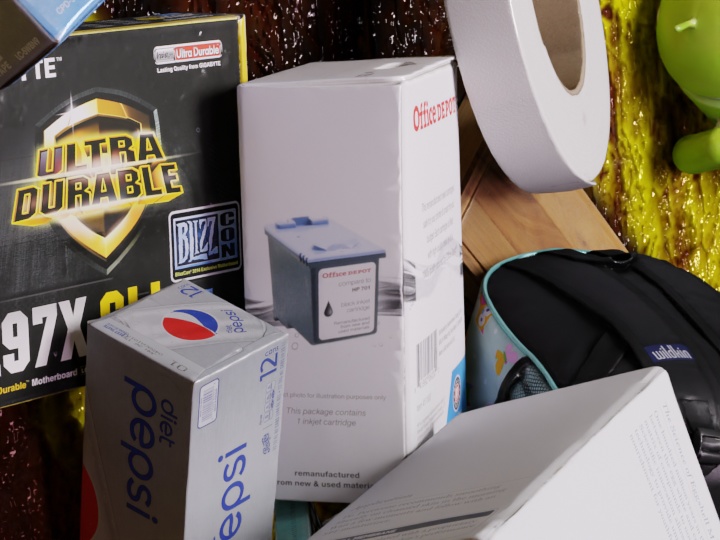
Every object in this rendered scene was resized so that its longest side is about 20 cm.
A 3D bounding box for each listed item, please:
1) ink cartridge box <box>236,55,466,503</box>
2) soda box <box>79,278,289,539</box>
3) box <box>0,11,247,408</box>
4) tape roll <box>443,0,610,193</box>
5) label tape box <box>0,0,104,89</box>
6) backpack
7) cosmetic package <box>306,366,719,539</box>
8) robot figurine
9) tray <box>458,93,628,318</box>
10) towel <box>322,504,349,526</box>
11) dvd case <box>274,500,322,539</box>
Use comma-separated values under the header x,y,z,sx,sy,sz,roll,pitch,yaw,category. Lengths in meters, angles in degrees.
x,y,z,sx,sy,sz,roll,pitch,yaw,category
0.000,0.000,1.082,0.146,0.086,0.200,-35,123,-74,ink cartridge box
-0.084,0.110,1.007,0.063,0.068,0.200,-27,134,-44,soda box
-0.132,-0.030,0.992,0.200,0.049,0.160,-13,106,-48,box
0.090,-0.142,1.186,0.203,0.037,0.203,-10,90,-71,tape roll
-0.161,-0.198,0.910,0.200,0.063,0.144,48,56,-11,label tape box
0.141,0.079,1.176,0.176,0.200,0.153,-4,129,-26,backpack
0.080,0.176,0.958,0.200,0.123,0.200,-32,103,-56,cosmetic package
0.263,-0.135,1.388,0.200,0.116,0.176,37,79,-45,robot figurine
0.103,-0.003,1.279,0.200,0.037,0.099,48,59,-40,tray
0.016,0.180,1.210,0.200,0.024,0.147,-39,125,-38,towel
0.002,0.216,1.029,0.146,0.022,0.200,-101,171,-74,dvd case
